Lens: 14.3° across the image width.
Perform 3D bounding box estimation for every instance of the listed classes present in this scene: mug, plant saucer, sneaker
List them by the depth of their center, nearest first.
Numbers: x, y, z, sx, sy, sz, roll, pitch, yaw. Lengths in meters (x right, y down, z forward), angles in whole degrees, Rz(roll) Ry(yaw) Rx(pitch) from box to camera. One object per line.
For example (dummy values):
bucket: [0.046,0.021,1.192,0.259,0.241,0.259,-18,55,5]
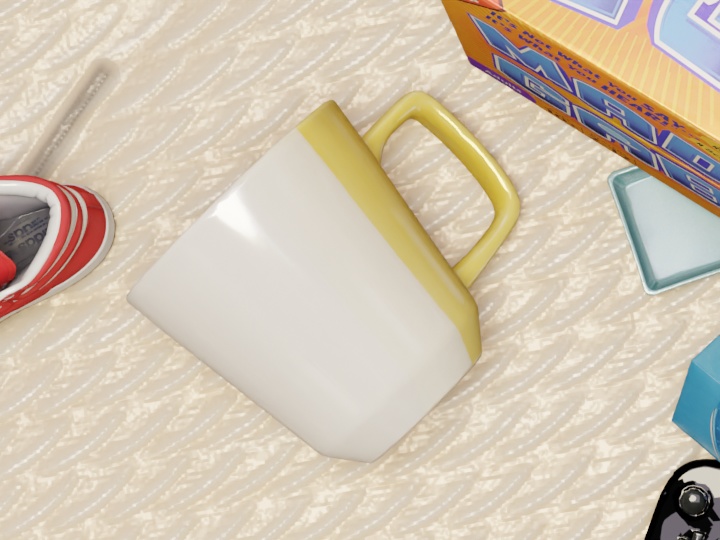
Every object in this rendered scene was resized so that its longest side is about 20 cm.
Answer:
mug: [-0.005,0.004,1.495,0.187,0.149,0.153,-44,90,8]
plant saucer: [0.236,-0.050,1.530,0.199,0.019,0.070,-19,83,6]
sneaker: [-0.226,0.016,1.531,0.200,0.112,0.071,-38,81,2]

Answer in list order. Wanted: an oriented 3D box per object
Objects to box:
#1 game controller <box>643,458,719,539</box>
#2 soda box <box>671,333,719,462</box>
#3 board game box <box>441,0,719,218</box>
game controller: [0.242,0.174,1.498,0.199,0.042,0.105,20,88,9]
soda box: [0.257,0.105,1.461,0.200,0.064,0.068,41,62,21]
board game box: [0.179,-0.159,1.444,0.199,0.200,0.200,32,86,12]
